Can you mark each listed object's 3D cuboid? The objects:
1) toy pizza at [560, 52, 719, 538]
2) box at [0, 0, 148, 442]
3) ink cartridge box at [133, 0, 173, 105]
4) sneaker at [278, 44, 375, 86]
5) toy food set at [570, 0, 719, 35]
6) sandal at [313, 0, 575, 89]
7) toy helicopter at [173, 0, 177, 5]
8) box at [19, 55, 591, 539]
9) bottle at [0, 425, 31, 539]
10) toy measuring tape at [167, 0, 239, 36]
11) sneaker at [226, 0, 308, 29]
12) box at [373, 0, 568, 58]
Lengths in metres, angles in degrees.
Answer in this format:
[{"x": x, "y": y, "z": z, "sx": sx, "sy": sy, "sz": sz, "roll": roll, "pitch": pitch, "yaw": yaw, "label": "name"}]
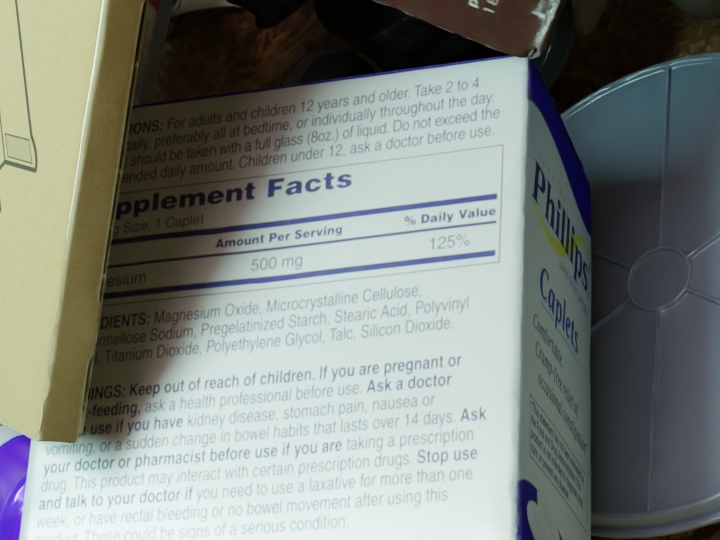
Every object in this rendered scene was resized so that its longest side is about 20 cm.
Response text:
[{"x": 0.119, "y": 0.009, "z": 0.831, "sx": 0.200, "sy": 0.032, "sz": 0.200, "roll": -18, "pitch": 55, "yaw": 28, "label": "toy pizza"}, {"x": -0.131, "y": -0.054, "z": 0.787, "sx": 0.163, "sy": 0.021, "sz": 0.200, "roll": 17, "pitch": 99, "yaw": 53, "label": "box"}, {"x": -0.176, "y": -0.129, "z": 0.892, "sx": 0.200, "sy": 0.086, "sz": 0.148, "roll": 13, "pitch": 95, "yaw": -1, "label": "ink cartridge box"}, {"x": 0.000, "y": 0.000, "z": 0.912, "sx": 0.082, "sy": 0.073, "sz": 0.200, "roll": -5, "pitch": 70, "yaw": 25, "label": "sneaker"}, {"x": 0.191, "y": -0.146, "z": 0.855, "sx": 0.200, "sy": 0.060, "sz": 0.144, "roll": 9, "pitch": 62, "yaw": 38, "label": "toy food set"}, {"x": 0.021, "y": -0.109, "z": 0.935, "sx": 0.200, "sy": 0.048, "sz": 0.075, "roll": 33, "pitch": 102, "yaw": 57, "label": "sandal"}, {"x": -0.181, "y": -0.154, "z": 1.022, "sx": 0.200, "sy": 0.079, "sz": 0.132, "roll": 7, "pitch": 43, "yaw": -3, "label": "toy helicopter"}, {"x": -0.014, "y": 0.040, "z": 0.794, "sx": 0.184, "sy": 0.105, "sz": 0.200, "roll": -6, "pitch": 64, "yaw": 19, "label": "box"}, {"x": -0.096, "y": 0.123, "z": 0.909, "sx": 0.200, "sy": 0.065, "sz": 0.084, "roll": 30, "pitch": 87, "yaw": 44, "label": "bottle"}, {"x": -0.115, "y": -0.147, "z": 1.077, "sx": 0.200, "sy": 0.074, "sz": 0.074, "roll": -8, "pitch": 61, "yaw": 35, "label": "toy measuring tape"}, {"x": -0.041, "y": -0.173, "z": 1.003, "sx": 0.091, "sy": 0.076, "sz": 0.200, "roll": -47, "pitch": 20, "yaw": 15, "label": "sneaker"}, {"x": 0.030, "y": -0.204, "z": 0.805, "sx": 0.200, "sy": 0.164, "sz": 0.166, "roll": -60, "pitch": -10, "yaw": -63, "label": "box"}]
